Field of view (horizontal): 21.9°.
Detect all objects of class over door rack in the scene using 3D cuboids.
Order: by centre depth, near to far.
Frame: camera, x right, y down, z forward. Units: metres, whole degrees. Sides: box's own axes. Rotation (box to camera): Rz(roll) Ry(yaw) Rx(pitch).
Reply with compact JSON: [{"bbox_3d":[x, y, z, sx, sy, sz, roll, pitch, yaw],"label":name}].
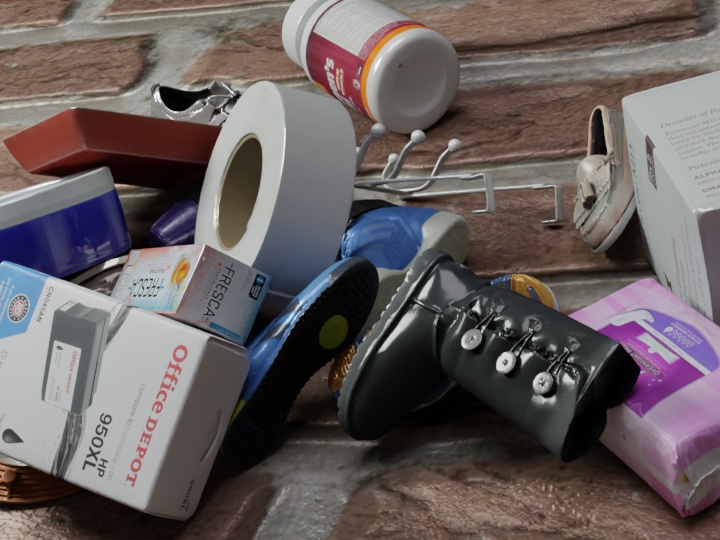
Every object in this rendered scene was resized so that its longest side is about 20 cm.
[{"bbox_3d":[0.071,-0.090,1.683,0.200,0.067,0.148,11,4,33],"label":"over door rack"}]

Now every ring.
[{"bbox_3d":[-0.270,0.105,1.557,0.200,0.019,0.201,-4,53,5],"label":"ring"}]

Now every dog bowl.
[{"bbox_3d":[-0.314,-0.029,1.708,0.199,0.079,0.200,-17,7,2],"label":"dog bowl"}]

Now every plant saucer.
[{"bbox_3d":[-0.218,-0.112,1.780,0.199,0.037,0.200,5,-9,-29],"label":"plant saucer"}]

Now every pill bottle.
[{"bbox_3d":[0.006,-0.223,1.924,0.109,0.110,0.200,-28,35,-21],"label":"pill bottle"}]

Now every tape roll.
[{"bbox_3d":[-0.077,-0.060,1.627,0.071,0.203,0.203,14,25,-24],"label":"tape roll"}]

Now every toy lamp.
[{"bbox_3d":[-0.116,-0.071,1.789,0.200,0.058,0.058,-33,38,-29],"label":"toy lamp"}]

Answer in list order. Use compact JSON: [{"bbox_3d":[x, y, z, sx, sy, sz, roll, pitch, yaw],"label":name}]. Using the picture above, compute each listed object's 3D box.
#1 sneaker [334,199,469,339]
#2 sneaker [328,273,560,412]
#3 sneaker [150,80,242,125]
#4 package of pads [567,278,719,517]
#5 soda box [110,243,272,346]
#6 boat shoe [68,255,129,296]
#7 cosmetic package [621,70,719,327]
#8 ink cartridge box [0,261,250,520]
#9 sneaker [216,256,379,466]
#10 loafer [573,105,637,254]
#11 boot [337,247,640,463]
[{"bbox_3d":[0.000,0.001,1.619,0.111,0.077,0.200,15,39,30],"label":"sneaker"},{"bbox_3d":[0.073,0.069,1.515,0.200,0.075,0.088,-22,-13,15],"label":"sneaker"},{"bbox_3d":[-0.132,-0.153,1.893,0.199,0.082,0.075,1,36,21],"label":"sneaker"},{"bbox_3d":[0.231,0.092,1.404,0.120,0.076,0.200,-25,34,-17],"label":"package of pads"},{"bbox_3d":[-0.148,0.021,1.560,0.200,0.068,0.064,-1,64,66],"label":"soda box"},{"bbox_3d":[-0.246,0.041,1.660,0.199,0.072,0.060,-17,53,-17],"label":"boat shoe"},{"bbox_3d":[0.324,-0.049,1.502,0.164,0.165,0.200,-15,32,-2],"label":"cosmetic package"},{"bbox_3d":[-0.207,0.093,1.456,0.199,0.084,0.145,18,86,23],"label":"ink cartridge box"},{"bbox_3d":[-0.067,0.061,1.503,0.200,0.066,0.078,-52,44,-3],"label":"sneaker"},{"bbox_3d":[0.216,-0.084,1.666,0.063,0.072,0.200,36,34,-5],"label":"loafer"},{"bbox_3d":[0.092,0.092,1.397,0.200,0.066,0.165,29,95,35],"label":"boot"}]
